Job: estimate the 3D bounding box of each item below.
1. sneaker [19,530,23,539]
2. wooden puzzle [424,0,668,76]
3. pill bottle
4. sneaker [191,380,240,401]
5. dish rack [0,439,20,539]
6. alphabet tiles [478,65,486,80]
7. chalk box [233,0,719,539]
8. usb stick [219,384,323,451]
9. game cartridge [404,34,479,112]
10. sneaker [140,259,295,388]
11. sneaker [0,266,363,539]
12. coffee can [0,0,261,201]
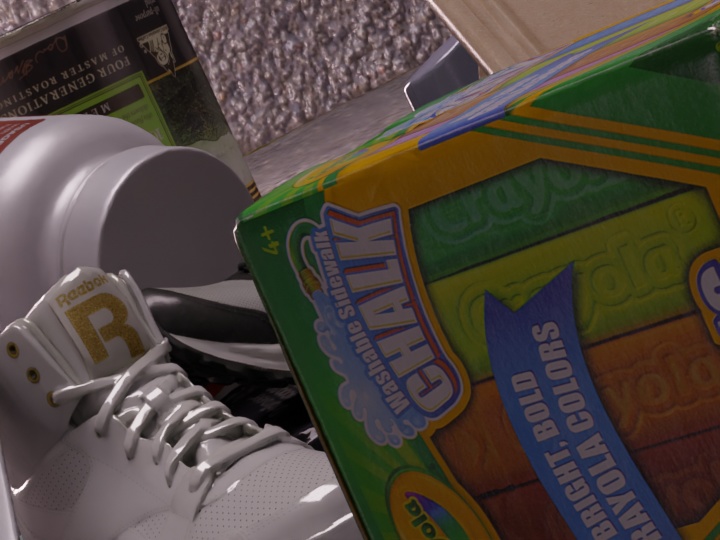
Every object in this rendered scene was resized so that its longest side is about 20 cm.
[{"bbox_3d":[-0.172,0.102,1.057,0.140,0.078,0.200,-28,6,-36],"label":"sneaker"},{"bbox_3d":[0.122,-0.097,0.894,0.184,0.037,0.200,-22,36,-6],"label":"wooden puzzle"},{"bbox_3d":[-0.133,-0.006,1.117,0.112,0.113,0.199,-30,20,-38],"label":"pill bottle"},{"bbox_3d":[-0.058,0.047,1.189,0.201,0.067,0.108,-41,-28,26],"label":"sneaker"},{"bbox_3d":[-0.177,0.111,0.851,0.171,0.044,0.200,-24,36,2],"label":"dish rack"},{"bbox_3d":[0.130,-0.050,0.909,0.199,0.015,0.196,5,45,19],"label":"alphabet tiles"},{"bbox_3d":[0.059,0.008,0.727,0.199,0.125,0.124,-22,7,36],"label":"chalk box"},{"bbox_3d":[-0.021,0.060,1.035,0.055,0.033,0.200,-29,7,-8],"label":"usb stick"},{"bbox_3d":[0.124,-0.075,1.126,0.199,0.134,0.040,-27,-1,-16],"label":"game cartridge"},{"bbox_3d":[0.000,0.000,1.003,0.199,0.080,0.074,-9,5,-33],"label":"sneaker"},{"bbox_3d":[-0.067,0.053,0.885,0.073,0.116,0.200,-27,7,-35],"label":"sneaker"},{"bbox_3d":[-0.117,-0.019,1.290,0.146,0.201,0.146,-25,6,3],"label":"coffee can"}]
